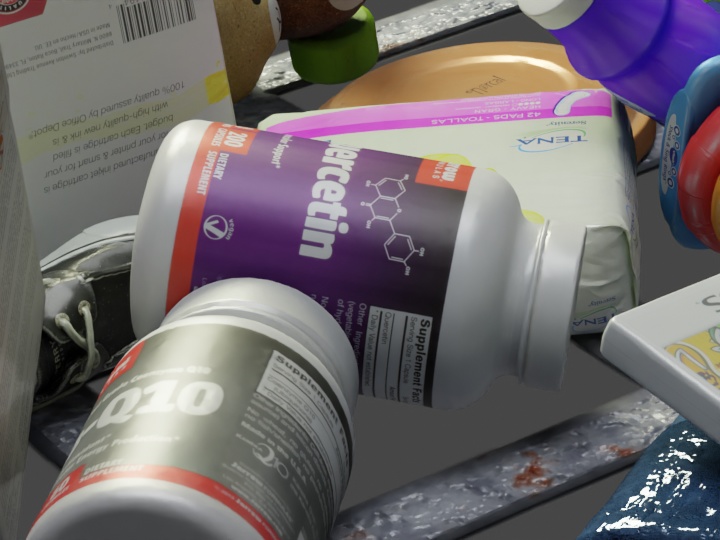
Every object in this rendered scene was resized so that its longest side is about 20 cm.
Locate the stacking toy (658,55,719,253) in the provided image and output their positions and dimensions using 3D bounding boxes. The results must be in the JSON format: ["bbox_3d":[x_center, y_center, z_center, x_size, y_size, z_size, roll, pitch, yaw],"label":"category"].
[{"bbox_3d":[0.228,-0.013,1.376,0.109,0.117,0.200,-10,39,-16],"label":"stacking toy"}]

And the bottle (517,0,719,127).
[{"bbox_3d":[0.161,-0.105,1.468,0.200,0.065,0.083,30,6,-37],"label":"bottle"}]

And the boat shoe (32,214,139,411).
[{"bbox_3d":[-0.152,0.035,1.405,0.199,0.071,0.064,-22,28,-10],"label":"boat shoe"}]

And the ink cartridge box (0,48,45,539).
[{"bbox_3d":[-0.175,0.009,1.252,0.050,0.201,0.162,-1,51,4],"label":"ink cartridge box"}]

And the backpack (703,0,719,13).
[{"bbox_3d":[0.223,-0.202,1.644,0.199,0.184,0.147,3,26,32],"label":"backpack"}]

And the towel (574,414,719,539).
[{"bbox_3d":[0.175,0.083,1.229,0.111,0.049,0.200,7,30,30],"label":"towel"}]

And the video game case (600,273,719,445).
[{"bbox_3d":[0.230,0.055,1.207,0.181,0.023,0.200,-20,46,-41],"label":"video game case"}]

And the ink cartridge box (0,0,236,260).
[{"bbox_3d":[-0.150,-0.095,1.513,0.144,0.201,0.083,-20,25,-23],"label":"ink cartridge box"}]

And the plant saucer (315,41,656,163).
[{"bbox_3d":[0.065,-0.084,1.621,0.199,0.033,0.201,-6,26,3],"label":"plant saucer"}]

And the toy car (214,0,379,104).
[{"bbox_3d":[-0.070,-0.145,1.651,0.157,0.165,0.200,-4,36,8],"label":"toy car"}]

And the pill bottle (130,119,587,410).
[{"bbox_3d":[0.000,0.000,1.328,0.199,0.113,0.113,9,28,5],"label":"pill bottle"}]

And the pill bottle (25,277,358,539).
[{"bbox_3d":[-0.065,0.090,1.208,0.113,0.115,0.200,-2,27,12],"label":"pill bottle"}]

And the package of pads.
[{"bbox_3d":[0.041,-0.025,1.454,0.199,0.069,0.155,-5,31,6],"label":"package of pads"}]
